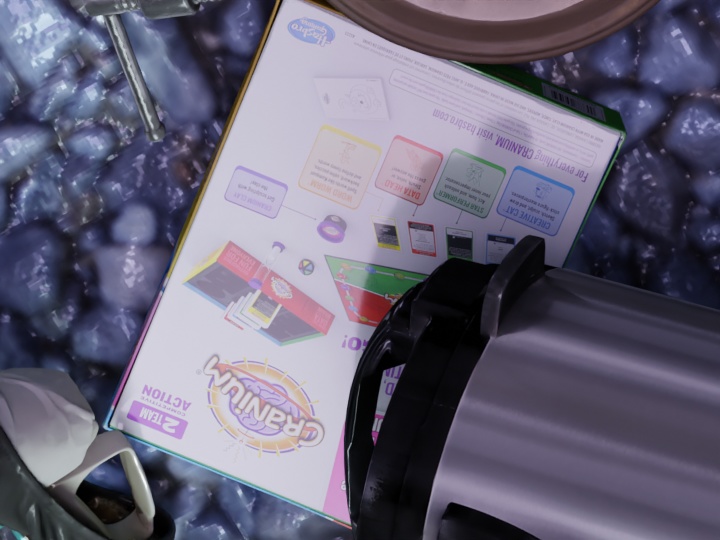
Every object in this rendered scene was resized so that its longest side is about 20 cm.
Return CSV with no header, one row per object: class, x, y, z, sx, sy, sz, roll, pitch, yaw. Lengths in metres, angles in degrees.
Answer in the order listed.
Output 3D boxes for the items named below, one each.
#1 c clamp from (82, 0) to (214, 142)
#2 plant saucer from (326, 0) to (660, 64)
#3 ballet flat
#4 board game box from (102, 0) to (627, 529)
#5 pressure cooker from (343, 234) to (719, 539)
c clamp,-0.024,-0.132,1.130,0.199,0.027,0.171,-9,134,21
plant saucer,0.052,-0.181,1.172,0.199,0.029,0.201,0,92,1
ballet flat,-0.131,0.078,1.210,0.068,0.200,0.068,-38,57,-1
board game box,0.000,0.000,1.236,0.152,0.040,0.201,23,104,-5
pressure cooker,0.085,0.091,1.143,0.199,0.179,0.177,16,83,21
